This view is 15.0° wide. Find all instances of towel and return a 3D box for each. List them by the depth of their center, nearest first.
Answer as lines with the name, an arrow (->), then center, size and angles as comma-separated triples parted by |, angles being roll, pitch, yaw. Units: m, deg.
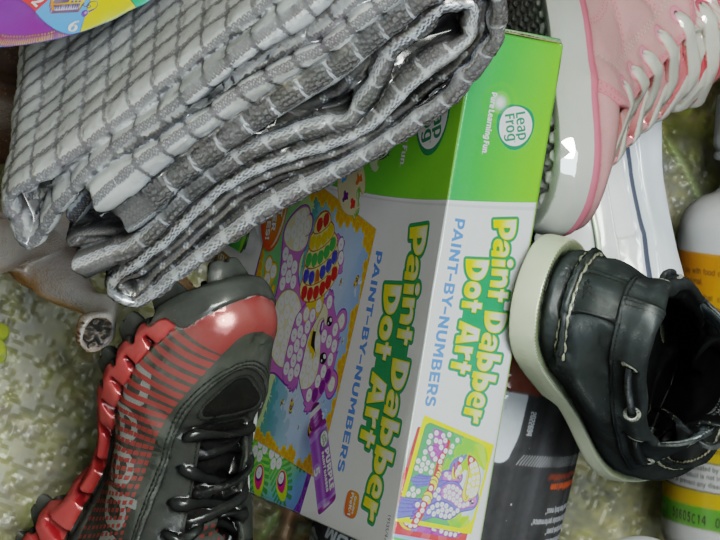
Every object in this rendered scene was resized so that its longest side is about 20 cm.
towel -> -0.038, -0.088, 1.031 | 0.199, 0.166, 0.086 | -36, 118, 18

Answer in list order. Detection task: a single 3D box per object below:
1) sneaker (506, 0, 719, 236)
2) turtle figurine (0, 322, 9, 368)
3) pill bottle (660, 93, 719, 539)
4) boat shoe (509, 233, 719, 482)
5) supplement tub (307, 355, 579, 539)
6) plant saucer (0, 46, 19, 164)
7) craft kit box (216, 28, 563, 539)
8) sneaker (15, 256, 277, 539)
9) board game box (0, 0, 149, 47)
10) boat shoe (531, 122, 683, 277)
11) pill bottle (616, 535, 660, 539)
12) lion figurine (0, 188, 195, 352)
sneaker -> 0.108, -0.083, 1.104 | 0.104, 0.201, 0.076 | 12, 127, -11
turtle figurine -> -0.223, 0.074, 1.100 | 0.199, 0.064, 0.162 | -13, 76, -33
pill bottle -> 0.192, 0.025, 1.208 | 0.110, 0.111, 0.202 | 1, 95, -18
boat shoe -> 0.122, 0.041, 1.081 | 0.199, 0.066, 0.075 | 49, 57, -56
supplement tub -> 0.030, 0.118, 1.164 | 0.106, 0.107, 0.202 | 10, 97, -18
plant saucer -> -0.132, -0.143, 1.130 | 0.199, 0.037, 0.202 | -2, 96, -17
craft kit box -> 0.000, 0.000, 1.098 | 0.048, 0.197, 0.202 | 8, 92, -30
sneaker -> -0.071, 0.087, 1.092 | 0.070, 0.098, 0.201 | -8, 138, -40
board game box -> -0.122, -0.177, 1.034 | 0.158, 0.200, 0.039 | -43, 144, -7
boat shoe -> 0.098, -0.019, 1.202 | 0.066, 0.074, 0.202 | -4, 84, -14
pill bottle -> 0.172, 0.200, 1.196 | 0.200, 0.114, 0.115 | 36, 84, -31
lion figurine -> -0.157, -0.018, 1.093 | 0.199, 0.122, 0.073 | 21, 94, -41
